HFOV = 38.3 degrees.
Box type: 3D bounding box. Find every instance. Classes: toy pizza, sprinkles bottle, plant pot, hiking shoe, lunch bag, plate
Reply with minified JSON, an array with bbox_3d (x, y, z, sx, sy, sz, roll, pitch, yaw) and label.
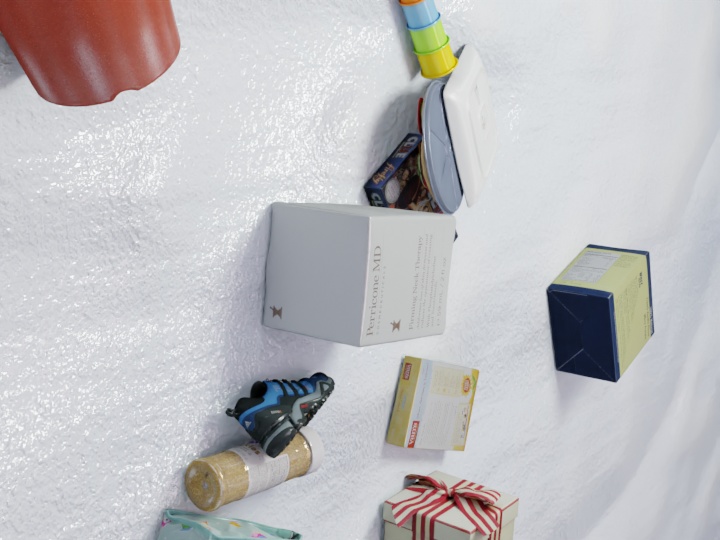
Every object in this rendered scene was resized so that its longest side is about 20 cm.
[{"bbox_3d":[0.116,-0.181,1.544,0.200,0.032,0.201,-4,90,-69],"label":"toy pizza"},{"bbox_3d":[-0.132,0.251,1.333,0.200,0.068,0.068,-9,105,-53],"label":"sprinkles bottle"},{"bbox_3d":[-0.263,-0.269,0.941,0.201,0.200,0.196,-51,144,-34],"label":"plant pot"},{"bbox_3d":[-0.096,0.165,1.357,0.074,0.087,0.200,-53,174,20],"label":"hiking shoe"},{"bbox_3d":[-0.163,0.394,1.282,0.200,0.122,0.171,22,79,-48],"label":"lunch bag"},{"bbox_3d":[0.181,-0.231,1.632,0.200,0.032,0.200,-63,144,-52],"label":"plate"}]

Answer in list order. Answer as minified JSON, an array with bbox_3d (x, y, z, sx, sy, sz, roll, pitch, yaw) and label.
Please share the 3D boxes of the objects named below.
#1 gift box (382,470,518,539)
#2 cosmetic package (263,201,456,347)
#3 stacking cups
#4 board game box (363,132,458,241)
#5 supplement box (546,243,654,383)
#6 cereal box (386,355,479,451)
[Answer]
[{"bbox_3d":[0.141,0.434,1.658,0.200,0.184,0.187,-17,113,-58],"label":"gift box"},{"bbox_3d":[0.000,0.000,1.374,0.200,0.166,0.168,-4,101,-53],"label":"cosmetic package"},{"bbox_3d":[0.082,-0.375,1.499,0.061,0.060,0.200,-53,133,-32],"label":"stacking cups"},{"bbox_3d":[0.081,-0.088,1.576,0.136,0.035,0.200,-53,136,-34],"label":"board game box"},{"bbox_3d":[0.489,0.082,2.096,0.200,0.134,0.200,-39,128,-42],"label":"supplement box"},{"bbox_3d":[0.122,0.221,1.703,0.200,0.039,0.144,18,83,-54],"label":"cereal box"}]
